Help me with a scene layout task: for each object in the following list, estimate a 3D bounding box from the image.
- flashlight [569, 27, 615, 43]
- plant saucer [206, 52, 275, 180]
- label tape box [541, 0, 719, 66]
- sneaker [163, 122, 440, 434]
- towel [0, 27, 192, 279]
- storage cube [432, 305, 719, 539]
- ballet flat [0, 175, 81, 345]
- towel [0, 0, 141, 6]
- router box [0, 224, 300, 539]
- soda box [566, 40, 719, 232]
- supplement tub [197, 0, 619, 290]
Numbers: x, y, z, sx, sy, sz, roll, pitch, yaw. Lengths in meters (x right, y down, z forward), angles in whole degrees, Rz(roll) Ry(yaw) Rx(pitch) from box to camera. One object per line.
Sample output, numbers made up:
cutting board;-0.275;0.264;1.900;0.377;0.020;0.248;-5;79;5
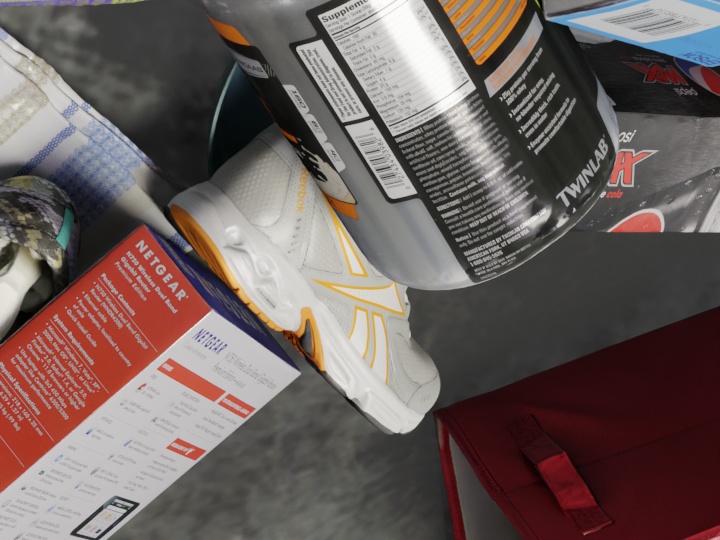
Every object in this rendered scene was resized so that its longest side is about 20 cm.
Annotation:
flashlight;0.138;-0.135;1.319;0.199;0.068;0.068;6;125;-50
plant saucer;0.014;-0.086;1.319;0.199;0.027;0.201;-22;137;-22
label tape box;0.122;-0.194;1.216;0.066;0.201;0.143;-15;168;32
sneaker;0.000;0.000;1.314;0.092;0.076;0.200;-45;143;-1
towel;-0.167;-0.025;1.251;0.147;0.024;0.200;-42;137;6
storage cube;0.158;0.152;1.496;0.179;0.171;0.201;-20;123;-11
ballet flat;-0.196;0.039;1.220;0.200;0.072;0.072;-39;139;7
towel;-0.094;-0.168;1.167;0.199;0.023;0.144;-10;132;-35
router box;-0.124;0.072;1.281;0.179;0.049;0.200;-40;167;0
soda box;0.122;-0.061;1.362;0.199;0.063;0.071;-1;127;-53
supplement tub;0.011;-0.100;1.179;0.122;0.123;0.200;-35;122;-4
